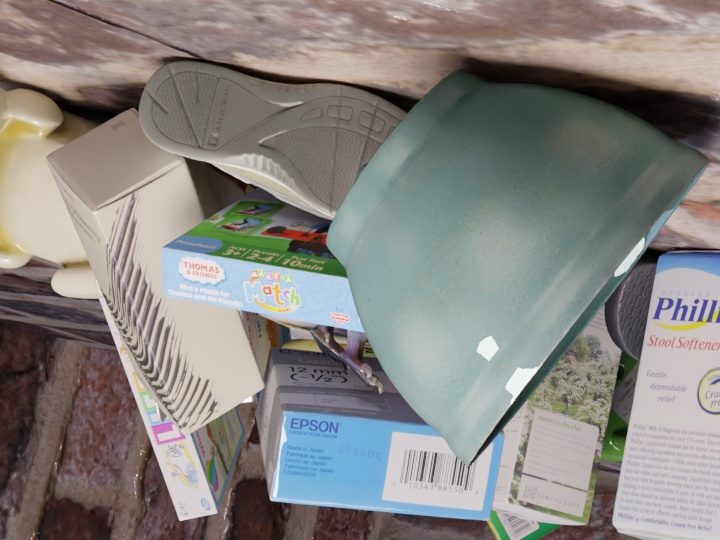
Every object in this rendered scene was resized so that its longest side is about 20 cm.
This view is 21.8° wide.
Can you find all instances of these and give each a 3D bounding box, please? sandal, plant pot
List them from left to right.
[{"bbox_3d":[0.068,-0.019,0.968,0.134,0.201,0.200,39,175,8],"label":"plant pot"},{"bbox_3d":[0.230,0.035,1.398,0.043,0.076,0.200,35,-174,36],"label":"sandal"}]

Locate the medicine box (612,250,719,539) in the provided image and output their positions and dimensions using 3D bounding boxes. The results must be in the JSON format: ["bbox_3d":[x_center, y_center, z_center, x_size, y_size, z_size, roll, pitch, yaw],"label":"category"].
[{"bbox_3d":[0.283,0.106,1.324,0.102,0.202,0.182,2,166,43],"label":"medicine box"}]

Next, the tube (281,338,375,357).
[{"bbox_3d":[0.017,0.080,1.402,0.058,0.052,0.199,-32,-158,-37],"label":"tube"}]

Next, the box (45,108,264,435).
[{"bbox_3d":[-0.128,0.004,1.195,0.082,0.068,0.201,43,157,46],"label":"box"}]

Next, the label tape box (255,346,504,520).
[{"bbox_3d":[0.007,0.095,1.245,0.142,0.067,0.200,6,-163,-8],"label":"label tape box"}]

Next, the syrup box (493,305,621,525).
[{"bbox_3d":[0.136,0.082,1.396,0.078,0.202,0.081,18,168,-29],"label":"syrup box"}]

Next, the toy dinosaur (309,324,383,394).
[{"bbox_3d":[0.055,-0.002,1.197,0.200,0.181,0.105,48,171,-18],"label":"toy dinosaur"}]

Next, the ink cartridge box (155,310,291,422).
[{"bbox_3d":[-0.109,0.035,1.442,0.067,0.116,0.200,-6,-169,11],"label":"ink cartridge box"}]

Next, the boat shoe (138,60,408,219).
[{"bbox_3d":[-0.031,-0.072,1.098,0.200,0.075,0.065,15,179,16],"label":"boat shoe"}]

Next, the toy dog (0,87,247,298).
[{"bbox_3d":[-0.176,-0.042,1.303,0.198,0.141,0.194,14,-175,-4],"label":"toy dog"}]

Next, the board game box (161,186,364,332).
[{"bbox_3d":[-0.005,-0.023,1.143,0.150,0.037,0.200,9,-156,26],"label":"board game box"}]

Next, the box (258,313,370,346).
[{"bbox_3d":[0.000,0.000,1.358,0.112,0.102,0.200,12,176,6],"label":"box"}]

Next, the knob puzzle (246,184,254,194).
[{"bbox_3d":[-0.171,-0.068,1.472,0.218,0.031,0.220,13,171,2],"label":"knob puzzle"}]

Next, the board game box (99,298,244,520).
[{"bbox_3d":[-0.147,0.078,1.492,0.034,0.201,0.135,-12,-159,11],"label":"board game box"}]

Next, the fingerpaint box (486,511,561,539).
[{"bbox_3d":[0.089,0.108,1.549,0.201,0.073,0.167,61,179,-38],"label":"fingerpaint box"}]

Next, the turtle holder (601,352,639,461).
[{"bbox_3d":[0.177,0.080,1.534,0.184,0.142,0.132,13,173,-11],"label":"turtle holder"}]

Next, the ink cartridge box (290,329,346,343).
[{"bbox_3d":[-0.056,0.015,1.654,0.199,0.085,0.145,7,170,38],"label":"ink cartridge box"}]
